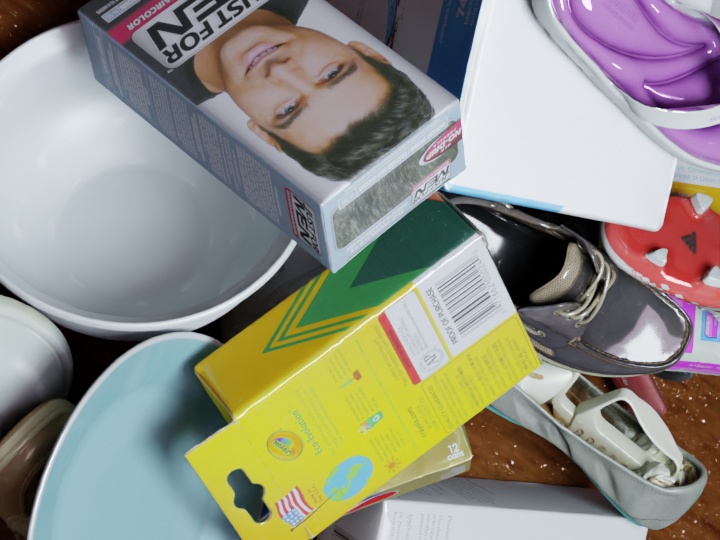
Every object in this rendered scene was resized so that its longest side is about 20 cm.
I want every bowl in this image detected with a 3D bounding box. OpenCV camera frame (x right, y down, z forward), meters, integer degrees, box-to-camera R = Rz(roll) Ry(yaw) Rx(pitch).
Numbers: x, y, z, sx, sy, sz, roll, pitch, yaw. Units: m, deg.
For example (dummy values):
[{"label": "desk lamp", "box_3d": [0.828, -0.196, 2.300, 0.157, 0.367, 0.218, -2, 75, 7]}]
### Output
[{"label": "bowl", "box_3d": [-0.128, -0.037, 1.456, 0.201, 0.201, 0.090, -28, 157, -19]}]

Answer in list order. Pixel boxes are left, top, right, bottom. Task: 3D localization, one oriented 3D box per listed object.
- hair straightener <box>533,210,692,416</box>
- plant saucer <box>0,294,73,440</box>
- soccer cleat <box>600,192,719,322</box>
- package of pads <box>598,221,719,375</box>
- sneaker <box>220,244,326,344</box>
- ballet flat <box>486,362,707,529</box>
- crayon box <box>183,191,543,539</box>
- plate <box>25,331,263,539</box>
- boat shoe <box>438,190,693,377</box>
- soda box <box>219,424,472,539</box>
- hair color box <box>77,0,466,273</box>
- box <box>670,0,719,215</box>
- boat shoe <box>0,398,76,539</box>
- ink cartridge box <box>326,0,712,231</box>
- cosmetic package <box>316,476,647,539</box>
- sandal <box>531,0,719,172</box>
[{"label": "hair straightener", "box_3d": [0.159, -0.004, 1.670, 0.077, 0.041, 0.200, -46, 113, -32]}, {"label": "plant saucer", "box_3d": [-0.250, 0.083, 1.400, 0.200, 0.050, 0.200, -11, 148, -7]}, {"label": "soccer cleat", "box_3d": [0.223, 0.005, 1.556, 0.200, 0.085, 0.069, 8, 61, -25]}, {"label": "package of pads", "box_3d": [0.228, -0.033, 1.647, 0.154, 0.068, 0.201, 6, 82, -29]}, {"label": "sneaker", "box_3d": [0.000, 0.000, 1.560, 0.200, 0.075, 0.115, -21, 113, -18]}, {"label": "ballet flat", "box_3d": [0.133, 0.080, 1.620, 0.200, 0.064, 0.067, 40, 38, -6]}, {"label": "crayon box", "box_3d": [-0.006, 0.062, 1.440, 0.200, 0.051, 0.127, -36, 138, -8]}, {"label": "plate", "box_3d": [-0.120, 0.129, 1.414, 0.200, 0.026, 0.201, -25, 122, -50]}, {"label": "boat shoe", "box_3d": [0.110, 0.011, 1.525, 0.200, 0.073, 0.075, 22, 84, -16]}, {"label": "soda box", "box_3d": [-0.037, 0.116, 1.530, 0.200, 0.064, 0.068, -20, 79, -3]}, {"label": "hair color box", "box_3d": [-0.048, -0.097, 1.387, 0.099, 0.200, 0.061, -38, 148, -21]}, {"label": "box", "box_3d": [0.191, -0.131, 1.579, 0.119, 0.041, 0.201, 7, 79, -25]}, {"label": "boat shoe", "box_3d": [-0.161, 0.130, 1.450, 0.073, 0.200, 0.063, -43, 72, -11]}, {"label": "ink cartridge box", "box_3d": [0.077, -0.118, 1.501, 0.146, 0.200, 0.146, 10, 96, -28]}, {"label": "cosmetic package", "box_3d": [0.073, 0.192, 1.640, 0.200, 0.081, 0.113, 9, 98, -29]}, {"label": "sandal", "box_3d": [0.176, -0.109, 1.411, 0.202, 0.050, 0.083, 27, 88, -29]}]
